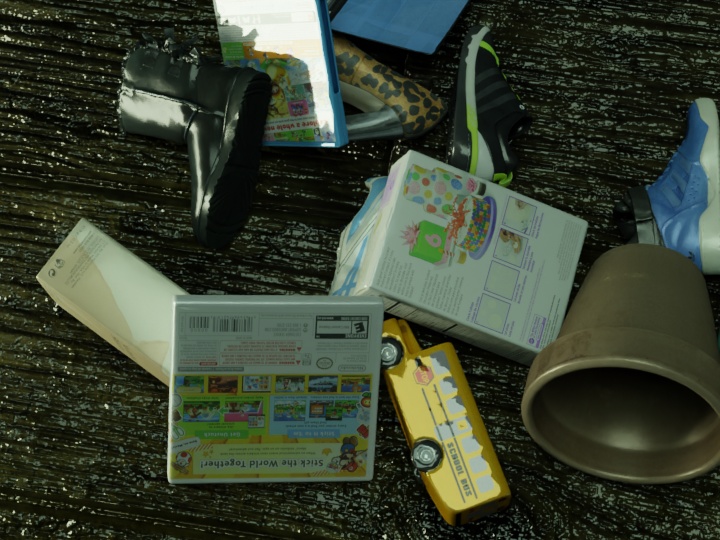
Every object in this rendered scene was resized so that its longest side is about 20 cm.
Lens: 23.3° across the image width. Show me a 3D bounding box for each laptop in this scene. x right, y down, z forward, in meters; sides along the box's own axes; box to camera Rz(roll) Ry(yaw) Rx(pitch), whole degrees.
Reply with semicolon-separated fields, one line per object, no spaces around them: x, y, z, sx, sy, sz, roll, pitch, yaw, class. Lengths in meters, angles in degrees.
0.015;-0.336;1.789;0.115;0.201;0.188;-14;31;39;laptop

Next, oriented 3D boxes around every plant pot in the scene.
0.258;0.075;1.640;0.198;0.201;0.176;9;54;7;plant pot

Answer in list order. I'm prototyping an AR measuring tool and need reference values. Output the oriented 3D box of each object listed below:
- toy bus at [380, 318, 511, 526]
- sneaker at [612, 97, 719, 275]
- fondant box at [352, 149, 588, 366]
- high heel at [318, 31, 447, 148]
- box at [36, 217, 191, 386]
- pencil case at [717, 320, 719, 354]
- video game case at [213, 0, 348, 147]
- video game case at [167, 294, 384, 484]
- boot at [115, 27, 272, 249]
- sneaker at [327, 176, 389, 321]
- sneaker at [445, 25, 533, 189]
0.073;0.141;1.678;0.078;0.065;0.202;-19;70;-4;toy bus
0.304;-0.084;1.736;0.110;0.077;0.202;-3;61;13;sneaker
0.108;-0.010;1.697;0.198;0.058;0.146;21;73;-13;fondant box
0.007;-0.222;1.819;0.141;0.072;0.202;-8;69;-10;high heel
-0.211;0.045;1.717;0.199;0.095;0.078;35;78;16;box
0.397;0.023;1.689;0.091;0.085;0.202;8;71;15;pencil case
-0.084;-0.224;1.747;0.142;0.018;0.202;4;110;39;video game case
-0.081;0.112;1.646;0.198;0.023;0.184;0;107;-10;video game case
-0.181;-0.139;1.785;0.161;0.073;0.200;19;102;29;boot
0.000;0.000;1.739;0.072;0.072;0.202;14;73;35;sneaker
0.133;-0.160;1.768;0.082;0.072;0.202;9;55;-3;sneaker
